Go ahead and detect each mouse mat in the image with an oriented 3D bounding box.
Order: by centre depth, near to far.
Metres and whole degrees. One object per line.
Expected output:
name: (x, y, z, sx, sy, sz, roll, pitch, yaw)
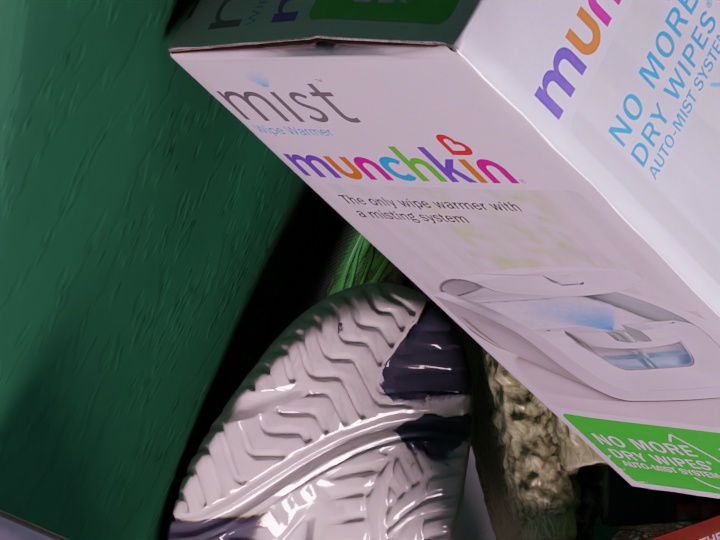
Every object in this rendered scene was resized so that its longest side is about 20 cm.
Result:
mouse mat: (0.000, 0.000, 0.992, 0.161, 0.007, 0.200, 104, 10, -46)

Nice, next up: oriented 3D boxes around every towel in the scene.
towel: (0.043, -0.010, 0.850, 0.148, 0.036, 0.201, 91, -6, -75)

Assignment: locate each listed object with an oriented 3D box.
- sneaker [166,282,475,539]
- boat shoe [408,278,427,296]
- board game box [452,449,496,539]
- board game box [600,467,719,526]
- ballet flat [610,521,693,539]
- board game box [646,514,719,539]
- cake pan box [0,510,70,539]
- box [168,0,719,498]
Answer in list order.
sneaker: (-0.016, 0.087, 0.881, 0.130, 0.079, 0.201, -77, 177, -75)
boat shoe: (0.067, -0.064, 1.037, 0.068, 0.056, 0.201, -17, -132, 48)
board game box: (0.012, 0.148, 1.125, 0.200, 0.104, 0.103, 100, 14, -61)
board game box: (0.084, -0.055, 0.852, 0.166, 0.056, 0.201, -93, 179, -54)
ballet flat: (0.077, 0.173, 1.078, 0.065, 0.070, 0.201, -24, 139, -41)
board game box: (0.087, 0.089, 0.841, 0.200, 0.102, 0.020, 27, 42, -77)
cake pan box: (-0.092, 0.162, 0.632, 0.200, 0.052, 0.185, 91, 20, -71)
box: (0.081, -0.077, 0.647, 0.176, 0.096, 0.201, 43, 66, -34)
